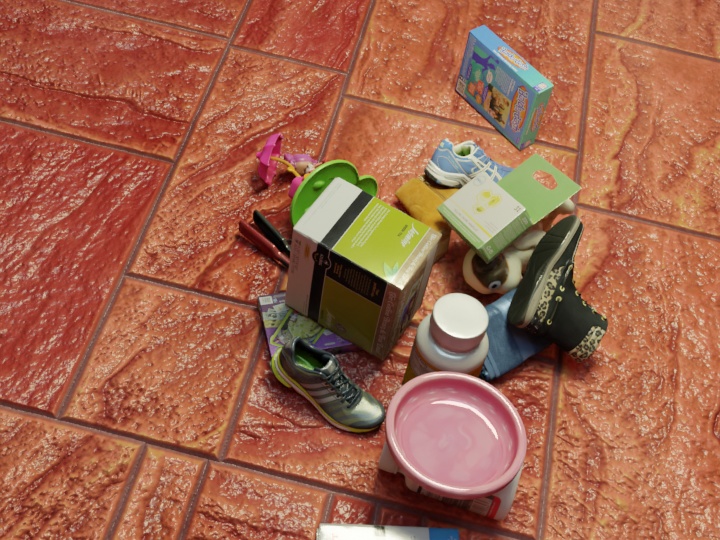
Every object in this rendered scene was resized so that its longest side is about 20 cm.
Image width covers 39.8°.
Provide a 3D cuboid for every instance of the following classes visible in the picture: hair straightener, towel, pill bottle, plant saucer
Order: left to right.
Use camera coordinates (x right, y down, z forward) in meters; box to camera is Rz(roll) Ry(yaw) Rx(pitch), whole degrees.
[{"bbox_3d":[-0.114,-0.041,1.703,0.199,0.041,0.077,36,57,19],"label":"hair straightener"},{"bbox_3d":[0.131,0.131,1.504,0.111,0.201,0.114,5,48,-5],"label":"pill bottle"},{"bbox_3d":[0.130,0.281,1.450,0.198,0.111,0.111,18,52,5],"label":"pill bottle"},{"bbox_3d":[0.129,0.234,1.382,0.198,0.051,0.202,6,46,-6],"label":"plant saucer"},{"bbox_3d":[0.251,0.094,1.625,0.199,0.048,0.113,-28,96,-23],"label":"towel"}]

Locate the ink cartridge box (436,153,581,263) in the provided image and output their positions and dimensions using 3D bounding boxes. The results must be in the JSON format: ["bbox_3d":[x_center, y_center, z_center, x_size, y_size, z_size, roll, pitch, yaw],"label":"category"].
[{"bbox_3d":[0.243,-0.119,1.646,0.200,0.048,0.146,-39,40,0],"label":"ink cartridge box"}]

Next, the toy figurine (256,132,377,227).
[{"bbox_3d":[-0.096,-0.175,1.769,0.199,0.151,0.184,-10,41,-43],"label":"toy figurine"}]

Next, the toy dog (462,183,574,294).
[{"bbox_3d":[0.249,-0.049,1.696,0.193,0.140,0.201,32,64,-4],"label":"toy dog"}]

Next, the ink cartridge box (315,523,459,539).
[{"bbox_3d":[0.034,0.428,1.341,0.198,0.085,0.146,4,52,-6],"label":"ink cartridge box"}]

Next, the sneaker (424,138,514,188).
[{"bbox_3d":[0.214,-0.188,1.813,0.198,0.078,0.076,4,28,-32],"label":"sneaker"}]

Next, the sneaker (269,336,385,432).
[{"bbox_3d":[-0.046,0.174,1.516,0.199,0.081,0.074,32,56,2],"label":"sneaker"}]

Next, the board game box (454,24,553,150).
[{"bbox_3d":[0.275,-0.354,1.928,0.045,0.153,0.200,-28,62,-26],"label":"board game box"}]

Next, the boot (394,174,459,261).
[{"bbox_3d":[0.109,-0.094,1.767,0.144,0.071,0.201,37,52,25],"label":"boot"}]

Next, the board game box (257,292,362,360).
[{"bbox_3d":[-0.061,0.082,1.626,0.198,0.032,0.121,-8,52,-14],"label":"board game box"}]

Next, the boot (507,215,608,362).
[{"bbox_3d":[0.340,0.032,1.605,0.153,0.073,0.205,33,79,-19],"label":"boot"}]

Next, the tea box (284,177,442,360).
[{"bbox_3d":[0.000,0.000,1.555,0.196,0.201,0.134,30,55,13],"label":"tea box"}]
